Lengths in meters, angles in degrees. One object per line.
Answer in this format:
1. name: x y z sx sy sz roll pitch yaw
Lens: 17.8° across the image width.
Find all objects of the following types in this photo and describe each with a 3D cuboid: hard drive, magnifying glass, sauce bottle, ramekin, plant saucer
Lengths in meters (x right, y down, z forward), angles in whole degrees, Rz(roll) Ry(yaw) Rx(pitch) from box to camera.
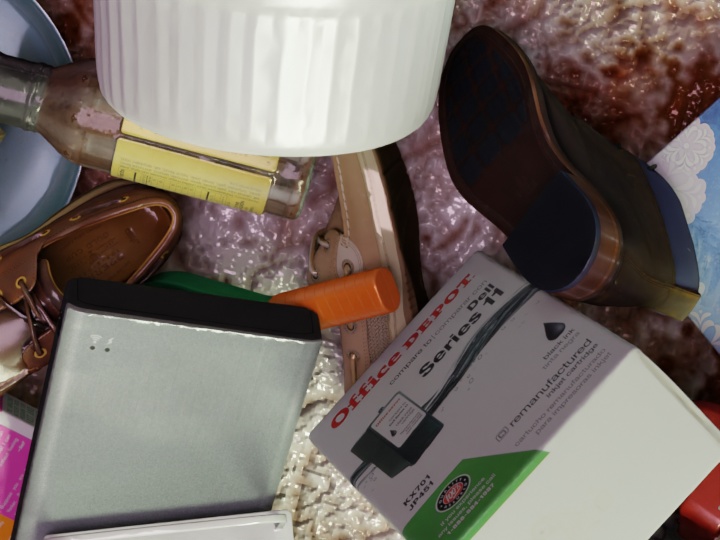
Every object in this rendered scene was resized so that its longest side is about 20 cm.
1. hard drive: -0.112 0.100 1.270 0.139 0.033 0.201 7 125 -14
2. magnifying glass: -0.061 0.029 1.284 0.199 0.022 0.080 -14 102 40
3. sauce bottle: -0.122 -0.082 1.269 0.199 0.065 0.065 16 106 -5
4. ramekin: -0.046 -0.132 1.193 0.199 0.201 0.098 9 112 9
5. plant saucer: -0.251 -0.090 1.329 0.199 0.027 0.202 2 103 10

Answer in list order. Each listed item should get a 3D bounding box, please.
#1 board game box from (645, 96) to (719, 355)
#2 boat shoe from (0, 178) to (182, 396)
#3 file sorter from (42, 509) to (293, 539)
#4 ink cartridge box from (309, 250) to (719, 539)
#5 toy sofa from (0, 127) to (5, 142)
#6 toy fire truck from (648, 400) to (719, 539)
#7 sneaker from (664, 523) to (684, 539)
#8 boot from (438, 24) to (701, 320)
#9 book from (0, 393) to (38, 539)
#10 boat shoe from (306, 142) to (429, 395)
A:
1. board game box: 0.263 -0.023 1.208 0.200 0.043 0.199 -43 75 17
2. boat shoe: -0.182 0.015 1.269 0.200 0.068 0.072 -38 102 -18
3. file sorter: -0.093 0.229 1.206 0.138 0.125 0.201 -6 81 -5
4. ink cartridge box: 0.074 0.087 1.176 0.147 0.200 0.083 -48 114 -3
5. toy sofa: -0.292 -0.016 1.291 0.083 0.098 0.200 35 108 1
6. toy fire truck: 0.128 0.140 1.215 0.200 0.129 0.176 35 80 15
7. sneaker: 0.181 0.160 1.284 0.104 0.060 0.201 22 101 9
8. boot: 0.109 -0.047 1.222 0.097 0.201 0.075 22 123 -37
9. book: -0.201 0.148 1.336 0.199 0.048 0.134 31 107 -19
10. boat shoe: 0.000 0.000 1.277 0.064 0.071 0.201 -9 103 12
